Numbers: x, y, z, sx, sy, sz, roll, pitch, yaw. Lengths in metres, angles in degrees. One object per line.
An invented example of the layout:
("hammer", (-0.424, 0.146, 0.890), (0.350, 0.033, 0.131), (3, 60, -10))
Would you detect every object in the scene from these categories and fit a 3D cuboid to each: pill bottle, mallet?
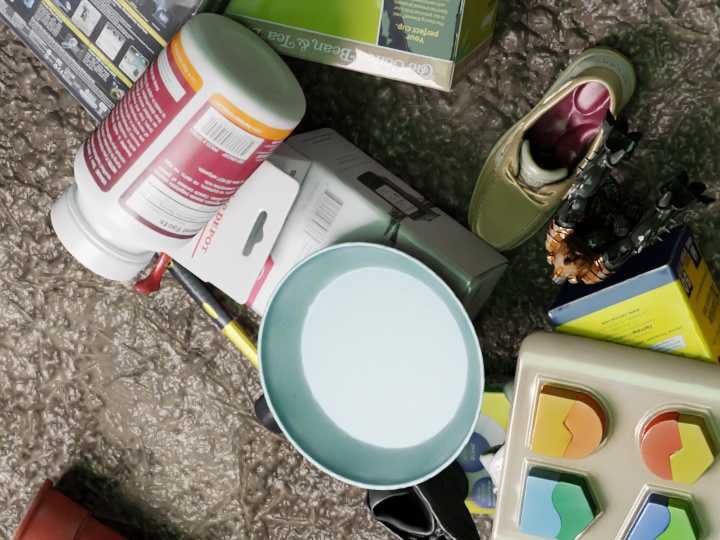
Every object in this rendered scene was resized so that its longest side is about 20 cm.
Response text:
("pill bottle", (-0.143, -0.089, 1.464), (0.113, 0.113, 0.200), (45, 113, -1))
("mallet", (-0.118, 0.060, 1.701), (0.200, 0.041, 0.066), (42, 117, 5))

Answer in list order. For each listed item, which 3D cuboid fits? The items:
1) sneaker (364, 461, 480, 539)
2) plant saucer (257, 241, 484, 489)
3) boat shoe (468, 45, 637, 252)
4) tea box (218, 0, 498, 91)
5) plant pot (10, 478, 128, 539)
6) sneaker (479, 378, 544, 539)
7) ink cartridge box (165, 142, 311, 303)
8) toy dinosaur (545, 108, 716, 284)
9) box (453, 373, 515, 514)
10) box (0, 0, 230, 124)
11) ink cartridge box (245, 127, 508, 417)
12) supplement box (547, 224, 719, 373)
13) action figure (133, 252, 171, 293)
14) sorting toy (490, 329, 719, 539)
("sneaker", (0.029, 0.164, 1.599), (0.200, 0.104, 0.060), (45, 115, -1))
("plant saucer", (0.013, 0.073, 1.533), (0.199, 0.036, 0.201), (6, 104, 25))
("boat shoe", (0.145, -0.091, 1.545), (0.074, 0.066, 0.200), (33, 117, 3))
("tea box", (0.006, -0.263, 1.492), (0.199, 0.134, 0.197), (15, 111, 13))
("plant pot", (-0.242, 0.322, 1.752), (0.195, 0.201, 0.201), (27, 114, -2))
("sneaker", (0.142, 0.180, 1.593), (0.088, 0.074, 0.201), (8, 101, 16))
("ink cartridge box", (-0.121, -0.067, 1.556), (0.200, 0.067, 0.116), (35, 107, 29))
("toy dinosaur", (0.189, -0.032, 1.477), (0.102, 0.200, 0.136), (33, 114, -14))
("box", (0.088, 0.147, 1.658), (0.199, 0.048, 0.118), (2, 109, 18))
("box", (-0.209, -0.227, 1.510), (0.200, 0.049, 0.161), (45, 126, 13))
("ink cartridge box", (0.000, 0.000, 1.593), (0.200, 0.083, 0.145), (38, 115, 15))
("supplement box", (0.248, 0.084, 1.551), (0.109, 0.109, 0.200), (-22, 101, 23))
("action figure", (-0.154, -0.076, 1.647), (0.065, 0.052, 0.200), (38, 109, 23))
("sorting toy", (0.202, 0.158, 1.506), (0.185, 0.036, 0.201), (11, 110, 11))
